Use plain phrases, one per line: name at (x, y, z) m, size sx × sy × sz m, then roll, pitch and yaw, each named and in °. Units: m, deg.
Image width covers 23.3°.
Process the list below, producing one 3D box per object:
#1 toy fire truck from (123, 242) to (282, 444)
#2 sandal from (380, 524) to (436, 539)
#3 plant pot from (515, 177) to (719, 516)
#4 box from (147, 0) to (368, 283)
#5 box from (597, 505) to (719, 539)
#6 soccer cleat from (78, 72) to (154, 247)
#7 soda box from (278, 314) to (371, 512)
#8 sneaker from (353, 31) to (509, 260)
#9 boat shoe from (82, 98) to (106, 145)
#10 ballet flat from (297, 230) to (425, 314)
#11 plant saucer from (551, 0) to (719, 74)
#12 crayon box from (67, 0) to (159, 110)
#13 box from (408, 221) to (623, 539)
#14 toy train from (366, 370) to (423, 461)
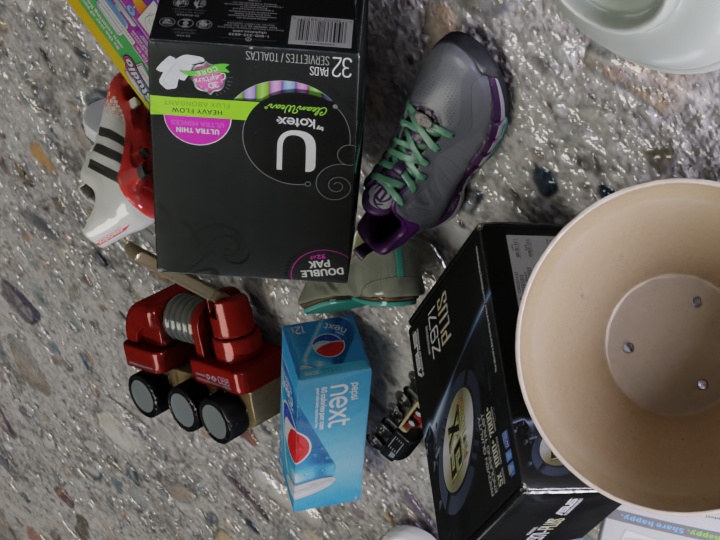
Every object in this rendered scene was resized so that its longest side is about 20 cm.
toy fire truck at (-0.164, 0.048, 1.632) m, size 0.175 × 0.128 × 0.202 m, roll 13°, pitch 121°, yaw 46°
sandal at (0.028, 0.302, 1.705) m, size 0.082 × 0.050 × 0.203 m, roll 37°, pitch 136°, yaw -4°
plant pot at (0.202, 0.047, 1.104) m, size 0.200 × 0.200 × 0.134 m, roll 46°, pitch -174°, yaw 8°
box at (-0.071, -0.108, 1.253) m, size 0.147 × 0.125 × 0.201 m, roll 4°, pitch 130°, yaw 1°
box at (0.248, 0.200, 1.251) m, size 0.155 × 0.041 × 0.201 m, roll 12°, pitch 139°, yaw 8°
soccer cleat at (-0.201, -0.098, 1.469) m, size 0.069 × 0.085 × 0.201 m, roll 41°, pitch -157°, yaw -34°
soda box at (-0.034, 0.131, 1.561) m, size 0.201 × 0.067 × 0.064 m, roll 94°, pitch 163°, yaw -48°
sneaker at (0.045, -0.079, 1.241) m, size 0.074 × 0.087 × 0.201 m, roll 39°, pitch 147°, yaw 18°
boat shoe at (-0.174, -0.081, 1.541) m, size 0.199 × 0.072 × 0.068 m, roll 32°, pitch 142°, yaw 33°
ballet flat at (0.000, 0.000, 1.411) m, size 0.200 × 0.067 × 0.064 m, roll 171°, pitch 94°, yaw -69°
plant saucer at (0.153, -0.196, 1.017) m, size 0.199 × 0.050 × 0.201 m, roll 33°, pitch 144°, yaw 28°
crayon box at (-0.147, -0.202, 1.393) m, size 0.201 × 0.058 × 0.172 m, roll 54°, pitch 150°, yaw -4°
box at (0.109, 0.091, 1.239) m, size 0.164 × 0.085 × 0.202 m, roll 123°, pitch 144°, yaw -58°
toy train at (0.051, 0.115, 1.488) m, size 0.046 × 0.034 × 0.200 m, roll 42°, pitch 148°, yaw 8°
